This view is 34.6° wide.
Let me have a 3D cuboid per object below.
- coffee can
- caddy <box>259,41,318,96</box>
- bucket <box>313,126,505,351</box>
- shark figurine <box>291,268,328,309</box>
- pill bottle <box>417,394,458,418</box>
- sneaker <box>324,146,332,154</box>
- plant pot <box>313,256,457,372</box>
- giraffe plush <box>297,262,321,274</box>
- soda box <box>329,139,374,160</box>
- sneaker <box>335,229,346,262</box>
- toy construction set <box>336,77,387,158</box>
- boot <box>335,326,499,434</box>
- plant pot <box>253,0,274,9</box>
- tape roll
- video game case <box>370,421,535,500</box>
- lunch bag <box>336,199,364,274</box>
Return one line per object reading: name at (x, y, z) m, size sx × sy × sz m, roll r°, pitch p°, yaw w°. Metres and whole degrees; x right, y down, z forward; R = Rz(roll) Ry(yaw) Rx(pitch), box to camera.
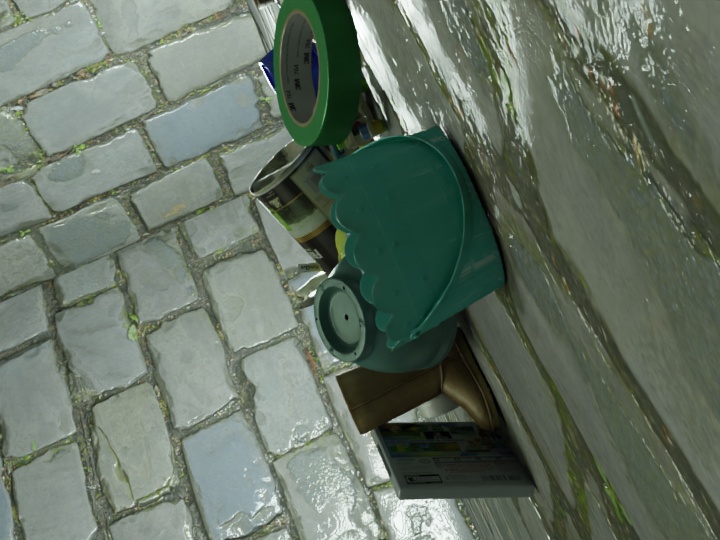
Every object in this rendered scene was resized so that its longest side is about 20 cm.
coffee can at (-0.068, -0.111, 1.943) m, size 0.200 × 0.146 × 0.146 m, roll 47°, pitch -176°, yaw -18°
caddy at (-0.073, -0.294, 1.793) m, size 0.142 × 0.105 × 0.200 m, roll 49°, pitch 177°, yaw 13°
bucket at (0.050, -0.038, 1.165) m, size 0.207 × 0.134 × 0.209 m, roll 156°, pitch 90°, yaw -87°
shark figurine at (-0.031, 0.041, 1.990) m, size 0.089 × 0.129 × 0.214 m, roll 42°, pitch 169°, yaw -21°
pill bottle at (0.097, 0.127, 1.845) m, size 0.111 × 0.110 × 0.202 m, roll -133°, pitch 21°, yaw -82°
sneaker at (-0.031, -0.241, 1.941) m, size 0.087 × 0.074 × 0.201 m, roll 54°, pitch -167°, yaw -38°
plant pot at (0.019, 0.055, 1.602) m, size 0.199 × 0.133 × 0.203 m, roll 23°, pitch 120°, yaw 47°
giraffe plush at (-0.010, -0.031, 2.428) m, size 0.162 × 0.199 × 0.174 m, roll -7°, pitch 105°, yaw 57°
soda box at (0.000, -0.160, 1.798) m, size 0.201 × 0.068 × 0.064 m, roll 68°, pitch 177°, yaw -48°
sneaker at (0.000, 0.000, 1.788) m, size 0.076 × 0.075 × 0.201 m, roll 20°, pitch -144°, yaw -44°
toy construction set at (-0.010, -0.195, 1.626) m, size 0.201 × 0.091 × 0.132 m, roll 98°, pitch 150°, yaw -64°
boot at (0.084, 0.191, 1.686) m, size 0.066 × 0.198 × 0.176 m, roll 71°, pitch 175°, yaw -60°
plant pot at (-0.146, -0.493, 1.685) m, size 0.201 × 0.092 × 0.203 m, roll 157°, pitch 90°, yaw -88°
tape roll at (-0.059, -0.264, 1.503) m, size 0.200 × 0.048 × 0.203 m, roll 174°, pitch 90°, yaw -67°
video game case at (0.128, 0.271, 1.659) m, size 0.183 × 0.197 × 0.022 m, roll -119°, pitch 33°, yaw -64°
lunch bag at (0.042, -0.047, 1.358) m, size 0.200 × 0.126 × 0.172 m, roll -37°, pitch -76°, yaw -83°
